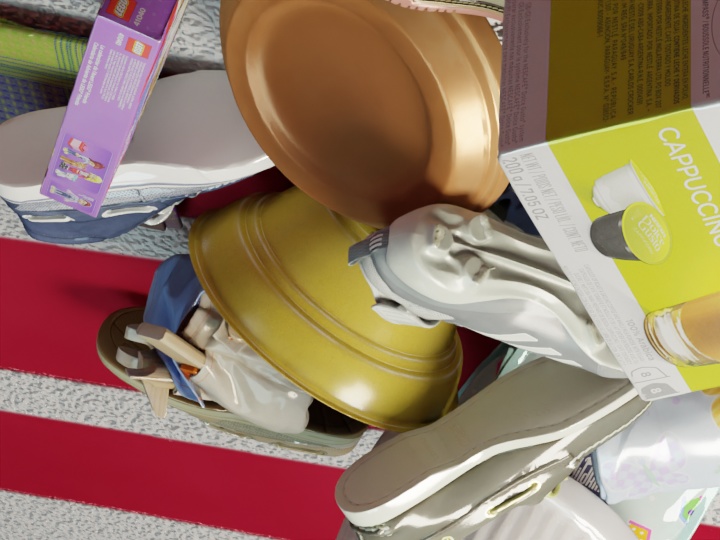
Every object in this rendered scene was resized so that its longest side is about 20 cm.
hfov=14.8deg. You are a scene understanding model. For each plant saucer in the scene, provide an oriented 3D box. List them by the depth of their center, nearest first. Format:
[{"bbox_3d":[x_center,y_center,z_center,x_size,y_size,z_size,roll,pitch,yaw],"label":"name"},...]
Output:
[{"bbox_3d":[-0.003,-0.102,1.534,0.200,0.037,0.201,24,135,26],"label":"plant saucer"}]

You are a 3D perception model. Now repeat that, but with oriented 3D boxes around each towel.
[{"bbox_3d":[-0.190,-0.095,1.751,0.143,0.023,0.200,13,148,15],"label":"towel"}]

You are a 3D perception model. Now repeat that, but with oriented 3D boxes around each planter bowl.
[{"bbox_3d":[0.000,0.000,1.679,0.200,0.201,0.084,30,115,-16],"label":"planter bowl"}]

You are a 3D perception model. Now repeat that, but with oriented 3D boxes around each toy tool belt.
[{"bbox_3d":[-0.102,0.035,1.779,0.122,0.126,0.200,11,-176,-18],"label":"toy tool belt"}]

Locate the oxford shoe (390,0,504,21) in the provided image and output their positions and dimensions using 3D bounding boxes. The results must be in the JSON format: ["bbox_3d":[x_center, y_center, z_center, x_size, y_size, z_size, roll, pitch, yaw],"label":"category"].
[{"bbox_3d":[0.062,-0.173,1.434,0.199,0.071,0.074,18,143,-13],"label":"oxford shoe"}]

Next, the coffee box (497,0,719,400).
[{"bbox_3d":[0.193,-0.090,1.307,0.197,0.201,0.200,-12,139,22],"label":"coffee box"}]

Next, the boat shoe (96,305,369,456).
[{"bbox_3d":[-0.092,0.084,1.933,0.199,0.072,0.065,17,149,-5],"label":"boat shoe"}]

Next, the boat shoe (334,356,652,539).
[{"bbox_3d":[0.085,0.109,1.626,0.201,0.072,0.060,-27,122,0],"label":"boat shoe"}]

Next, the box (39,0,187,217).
[{"bbox_3d":[-0.123,-0.135,1.530,0.039,0.137,0.200,23,149,-4],"label":"box"}]

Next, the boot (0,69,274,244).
[{"bbox_3d":[-0.125,-0.066,1.691,0.199,0.073,0.090,-5,154,10],"label":"boot"}]

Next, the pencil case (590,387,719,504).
[{"bbox_3d":[0.233,0.091,1.673,0.199,0.083,0.091,-8,150,7],"label":"pencil case"}]

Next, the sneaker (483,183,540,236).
[{"bbox_3d":[0.065,-0.046,1.630,0.115,0.081,0.200,-2,136,40],"label":"sneaker"}]

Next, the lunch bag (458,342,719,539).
[{"bbox_3d":[0.140,0.123,1.802,0.170,0.122,0.200,29,145,-4],"label":"lunch bag"}]

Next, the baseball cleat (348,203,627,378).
[{"bbox_3d":[0.084,0.012,1.568,0.199,0.070,0.106,27,156,-30],"label":"baseball cleat"}]

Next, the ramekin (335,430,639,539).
[{"bbox_3d":[0.074,0.195,1.728,0.199,0.105,0.200,25,153,13],"label":"ramekin"}]
